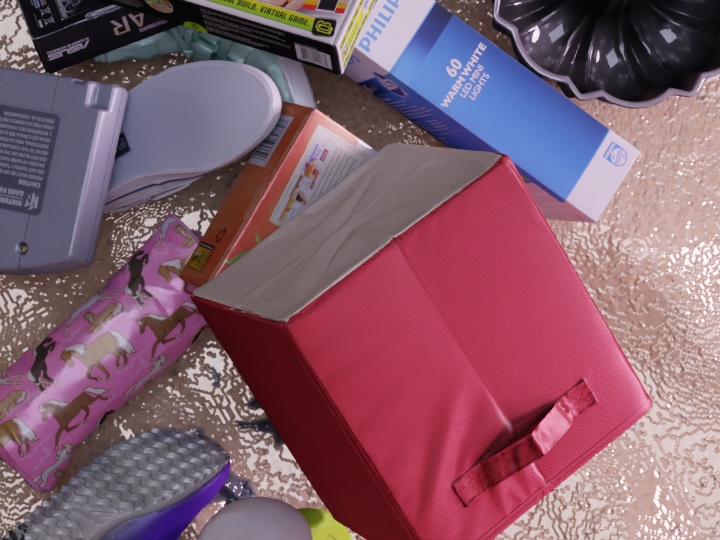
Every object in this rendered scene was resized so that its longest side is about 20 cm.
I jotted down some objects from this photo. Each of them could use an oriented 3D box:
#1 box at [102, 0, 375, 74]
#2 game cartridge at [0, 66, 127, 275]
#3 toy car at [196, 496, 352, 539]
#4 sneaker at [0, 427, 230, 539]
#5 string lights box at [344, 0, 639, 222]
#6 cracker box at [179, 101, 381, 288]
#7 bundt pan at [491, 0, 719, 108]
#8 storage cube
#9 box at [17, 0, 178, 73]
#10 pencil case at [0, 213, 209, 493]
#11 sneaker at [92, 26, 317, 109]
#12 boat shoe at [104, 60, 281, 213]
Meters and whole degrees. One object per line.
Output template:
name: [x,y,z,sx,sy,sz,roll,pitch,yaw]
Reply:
box: [-0.084,-0.202,1.290,0.198,0.035,0.111,18,67,14]
game cartridge: [-0.246,-0.067,1.353,0.199,0.041,0.135,11,92,31]
toy car: [-0.080,0.242,1.326,0.149,0.175,0.201,8,66,40]
sneaker: [-0.167,0.187,1.363,0.199,0.100,0.069,-34,47,-28]
string lights box: [0.075,-0.110,1.353,0.199,0.103,0.059,35,85,-12]
cracker box: [0.000,0.000,1.346,0.199,0.058,0.135,34,84,-26]
bundt pan: [0.171,-0.203,1.392,0.200,0.076,0.204,1,84,-7]
storage cube: [0.034,0.046,1.232,0.170,0.200,0.181,-37,107,-15]
box: [-0.166,-0.246,1.364,0.159,0.044,0.201,-22,64,-5]
pencil case: [-0.164,0.053,1.361,0.200,0.086,0.083,-44,122,-5]
sneaker: [-0.113,-0.143,1.386,0.118,0.074,0.201,-31,77,-10]
boat shoe: [-0.133,-0.086,1.355,0.198,0.065,0.074,-16,87,23]
